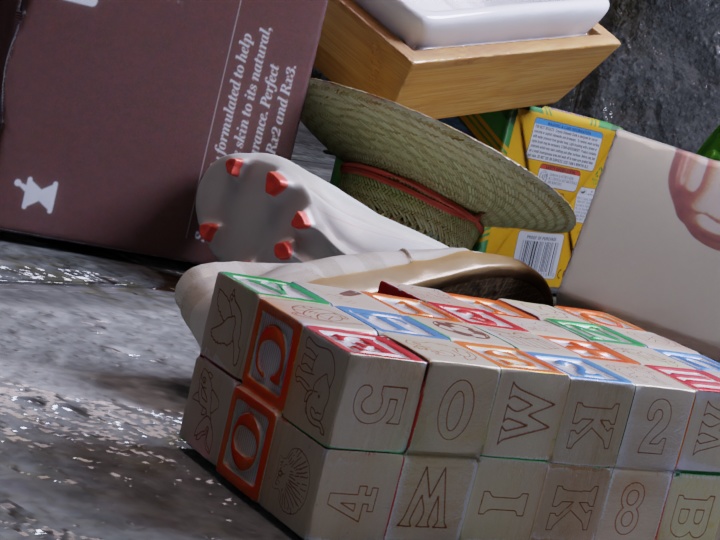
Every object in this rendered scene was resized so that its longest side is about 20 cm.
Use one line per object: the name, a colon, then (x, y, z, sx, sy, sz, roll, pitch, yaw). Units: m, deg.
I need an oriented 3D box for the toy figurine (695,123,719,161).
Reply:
toy figurine: (0.270, 0.016, 0.999, 0.183, 0.200, 0.151, 32, 47, -8)

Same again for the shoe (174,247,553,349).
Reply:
shoe: (0.008, 0.018, 0.664, 0.053, 0.071, 0.199, 31, 19, 37)

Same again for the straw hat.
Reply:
straw hat: (0.024, -0.026, 0.932, 0.199, 0.086, 0.201, 25, -6, 3)

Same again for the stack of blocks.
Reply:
stack of blocks: (0.041, 0.047, 0.566, 0.198, 0.059, 0.115, 8, 10, -35)

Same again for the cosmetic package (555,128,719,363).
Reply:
cosmetic package: (0.187, 0.025, 0.708, 0.198, 0.088, 0.104, 19, -21, 9)

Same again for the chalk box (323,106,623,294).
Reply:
chalk box: (0.061, -0.072, 1.154, 0.124, 0.125, 0.199, 5, 13, -46)

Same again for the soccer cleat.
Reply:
soccer cleat: (0.000, 0.000, 0.809, 0.199, 0.070, 0.077, 28, 10, 32)

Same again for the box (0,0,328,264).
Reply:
box: (-0.142, -0.110, 0.917, 0.163, 0.168, 0.200, 11, 9, -27)

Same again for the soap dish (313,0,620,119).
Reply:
soap dish: (0.042, -0.160, 0.998, 0.199, 0.082, 0.157, -12, 45, -45)
